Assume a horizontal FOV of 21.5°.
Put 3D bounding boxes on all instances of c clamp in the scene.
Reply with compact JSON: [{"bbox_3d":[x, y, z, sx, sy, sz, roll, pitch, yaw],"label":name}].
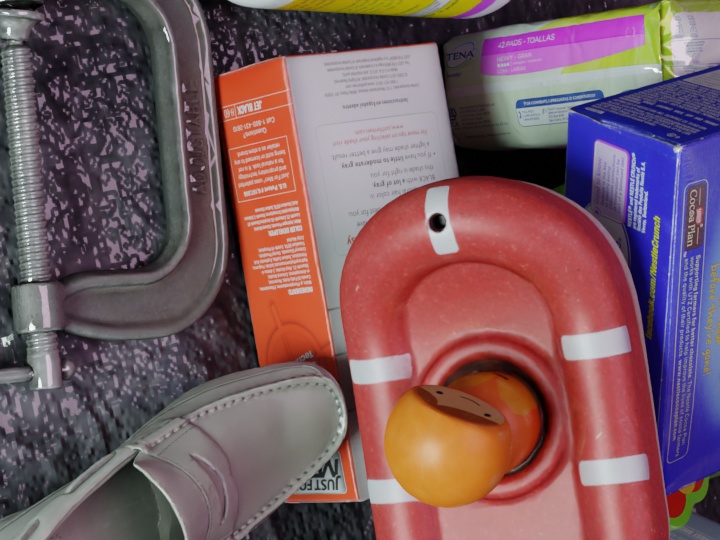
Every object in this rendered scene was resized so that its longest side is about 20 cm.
[{"bbox_3d":[-0.122,-0.046,0.813,0.170,0.027,0.202,4,82,-41],"label":"c clamp"}]

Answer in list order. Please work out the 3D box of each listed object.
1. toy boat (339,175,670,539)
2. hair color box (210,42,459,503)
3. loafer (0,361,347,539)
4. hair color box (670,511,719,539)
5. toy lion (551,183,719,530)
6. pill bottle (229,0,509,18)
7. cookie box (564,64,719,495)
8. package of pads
[{"bbox_3d":[0.049,0.062,0.786,0.131,0.129,0.202,-11,92,-68],"label":"toy boat"},{"bbox_3d":[0.000,0.000,0.892,0.101,0.061,0.202,-10,90,-41],"label":"hair color box"},{"bbox_3d":[-0.080,0.099,0.780,0.199,0.070,0.070,-33,105,-26],"label":"loafer"},{"bbox_3d":[0.113,0.206,0.943,0.199,0.060,0.100,-28,128,-41],"label":"hair color box"},{"bbox_3d":[0.144,0.053,0.981,0.199,0.068,0.193,25,54,-37],"label":"toy lion"},{"bbox_3d":[-0.013,-0.171,0.874,0.199,0.104,0.105,-4,87,-41],"label":"pill bottle"},{"bbox_3d":[0.188,-0.009,0.886,0.199,0.075,0.173,-17,119,-34],"label":"cookie box"},{"bbox_3d":[0.165,-0.100,0.986,0.199,0.154,0.069,-6,93,-42],"label":"package of pads"}]
